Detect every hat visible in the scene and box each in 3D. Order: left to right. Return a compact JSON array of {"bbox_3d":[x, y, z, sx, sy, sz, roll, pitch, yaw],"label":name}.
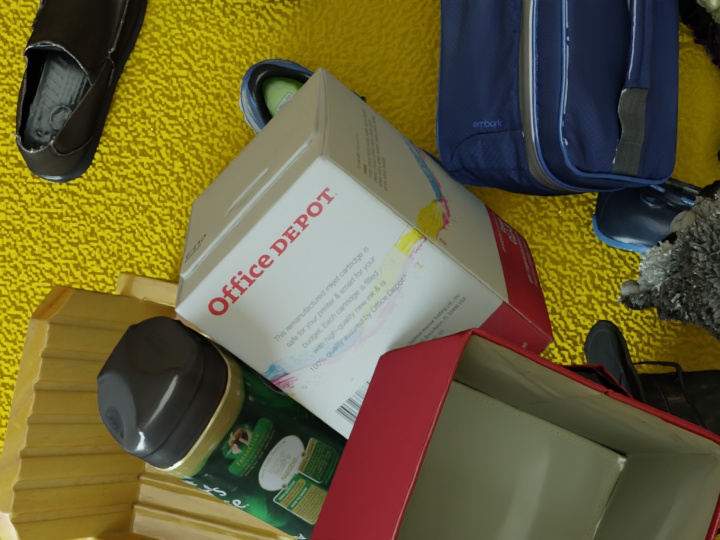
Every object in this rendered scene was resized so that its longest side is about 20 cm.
[{"bbox_3d":[0.214,0.108,1.036,0.080,0.201,0.203,-20,86,-1],"label":"hat"}]

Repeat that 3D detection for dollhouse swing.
[{"bbox_3d":[-0.128,0.112,1.082,0.179,0.176,0.203,12,89,6],"label":"dollhouse swing"}]

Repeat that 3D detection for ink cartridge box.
[{"bbox_3d":[0.000,0.000,1.037,0.199,0.145,0.145,38,112,-21],"label":"ink cartridge box"}]

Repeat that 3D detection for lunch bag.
[{"bbox_3d":[0.141,-0.151,1.059,0.131,0.135,0.203,1,90,45],"label":"lunch bag"}]

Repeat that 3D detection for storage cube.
[{"bbox_3d":[0.078,0.150,0.898,0.169,0.180,0.202,24,78,-11],"label":"storage cube"}]

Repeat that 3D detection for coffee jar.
[{"bbox_3d":[-0.074,0.109,1.034,0.199,0.104,0.086,34,90,-33],"label":"coffee jar"}]

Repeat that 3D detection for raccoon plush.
[{"bbox_3d":[0.216,0.035,0.992,0.096,0.134,0.201,26,48,-9],"label":"raccoon plush"}]

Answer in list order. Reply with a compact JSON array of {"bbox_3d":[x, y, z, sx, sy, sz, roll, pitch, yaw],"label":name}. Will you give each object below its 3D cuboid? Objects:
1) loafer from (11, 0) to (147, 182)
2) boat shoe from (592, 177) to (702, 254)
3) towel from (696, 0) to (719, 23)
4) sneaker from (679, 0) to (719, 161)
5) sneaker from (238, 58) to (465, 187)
[{"bbox_3d":[-0.204,-0.164,1.148,0.072,0.071,0.203,11,90,6],"label":"loafer"},{"bbox_3d":[0.261,-0.035,1.090,0.197,0.084,0.070,10,99,4],"label":"boat shoe"},{"bbox_3d":[0.242,-0.270,1.033,0.147,0.036,0.201,-30,87,-5],"label":"towel"},{"bbox_3d":[0.257,-0.139,1.101,0.199,0.076,0.116,31,96,6],"label":"sneaker"},{"bbox_3d":[-0.006,-0.078,1.116,0.199,0.089,0.079,35,92,1],"label":"sneaker"}]
